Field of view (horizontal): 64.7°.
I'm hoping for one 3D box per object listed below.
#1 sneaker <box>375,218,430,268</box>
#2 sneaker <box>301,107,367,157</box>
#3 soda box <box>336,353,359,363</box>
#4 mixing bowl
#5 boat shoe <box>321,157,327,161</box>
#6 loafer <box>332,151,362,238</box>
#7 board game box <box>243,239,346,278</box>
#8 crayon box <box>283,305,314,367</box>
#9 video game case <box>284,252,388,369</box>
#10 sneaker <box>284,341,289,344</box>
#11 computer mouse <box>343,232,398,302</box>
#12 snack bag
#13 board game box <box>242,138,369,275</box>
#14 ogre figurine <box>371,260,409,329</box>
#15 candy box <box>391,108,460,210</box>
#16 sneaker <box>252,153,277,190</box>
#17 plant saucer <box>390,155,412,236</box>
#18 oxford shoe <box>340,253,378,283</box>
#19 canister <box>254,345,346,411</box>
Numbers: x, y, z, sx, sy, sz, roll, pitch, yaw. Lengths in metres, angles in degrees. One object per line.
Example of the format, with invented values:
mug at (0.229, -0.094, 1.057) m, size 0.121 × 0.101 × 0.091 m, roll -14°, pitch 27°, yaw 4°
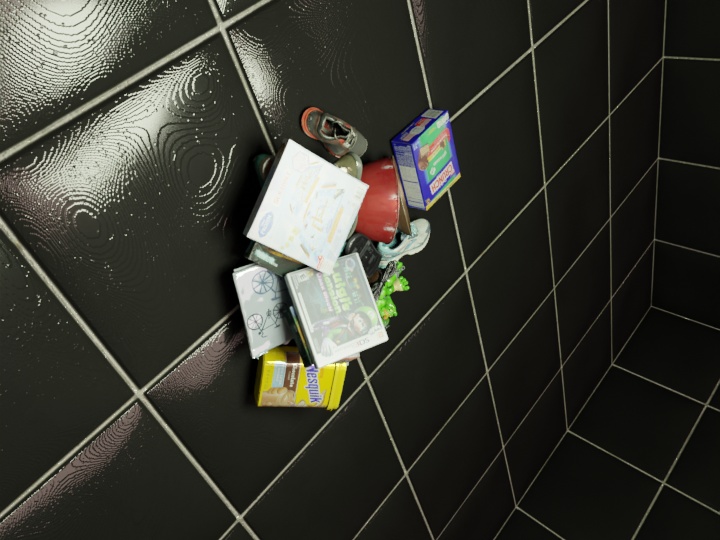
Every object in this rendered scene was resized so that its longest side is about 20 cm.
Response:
sneaker at (0.117, -0.084, 1.504) m, size 0.198 × 0.077 × 0.087 m, roll -37°, pitch 155°, yaw -25°
sneaker at (-0.043, -0.296, 1.271) m, size 0.197 × 0.081 × 0.079 m, roll 12°, pitch 98°, yaw -47°
soda box at (-0.056, 0.108, 1.305) m, size 0.062 × 0.068 × 0.206 m, roll -1°, pitch 73°, yaw -29°
mixing bowl at (0.013, -0.163, 1.333) m, size 0.105 × 0.201 × 0.206 m, roll -2°, pitch 111°, yaw -13°
boat shoe at (-0.115, -0.152, 1.276) m, size 0.071 × 0.076 × 0.206 m, roll 3°, pitch 106°, yaw -13°
loafer at (-0.047, -0.157, 1.239) m, size 0.068 × 0.075 × 0.205 m, roll -17°, pitch 127°, yaw -36°
board game box at (-0.133, -0.046, 1.197) m, size 0.198 × 0.028 × 0.138 m, roll 31°, pitch 87°, yaw -38°
crayon box at (-0.053, 0.110, 1.234) m, size 0.196 × 0.051 × 0.129 m, roll -20°, pitch 83°, yaw -30°
video game case at (-0.049, 0.080, 1.202) m, size 0.178 × 0.023 × 0.205 m, roll -17°, pitch 82°, yaw -30°
sneaker at (-0.185, 0.071, 1.282) m, size 0.115 × 0.074 × 0.202 m, roll -44°, pitch 130°, yaw -20°
computer mouse at (0.000, 0.000, 1.357) m, size 0.199 × 0.046 × 0.143 m, roll 35°, pitch 84°, yaw -48°
snack bag at (-0.175, 0.066, 1.230) m, size 0.185 × 0.021 × 0.206 m, roll -22°, pitch 114°, yaw -32°
board game box at (-0.106, -0.123, 1.136) m, size 0.196 × 0.041 × 0.204 m, roll 26°, pitch 89°, yaw -29°
ogre figurine at (0.058, 0.085, 1.533) m, size 0.119 × 0.098 × 0.202 m, roll -29°, pitch 159°, yaw -47°
candy box at (0.177, -0.292, 1.506) m, size 0.169 × 0.076 × 0.203 m, roll -45°, pitch 135°, yaw -28°
sneaker at (-0.160, -0.164, 1.202) m, size 0.071 × 0.079 × 0.202 m, roll -39°, pitch 128°, yaw -14°
plant saucer at (0.090, -0.182, 1.421) m, size 0.036 × 0.203 × 0.204 m, roll -14°, pitch 128°, yaw 7°
oxford shoe at (-0.010, 0.005, 1.433) m, size 0.197 × 0.083 × 0.075 m, roll 15°, pitch 95°, yaw -49°
canister at (-0.144, 0.251, 1.338) m, size 0.194 × 0.087 × 0.153 m, roll 5°, pitch 110°, yaw -19°
